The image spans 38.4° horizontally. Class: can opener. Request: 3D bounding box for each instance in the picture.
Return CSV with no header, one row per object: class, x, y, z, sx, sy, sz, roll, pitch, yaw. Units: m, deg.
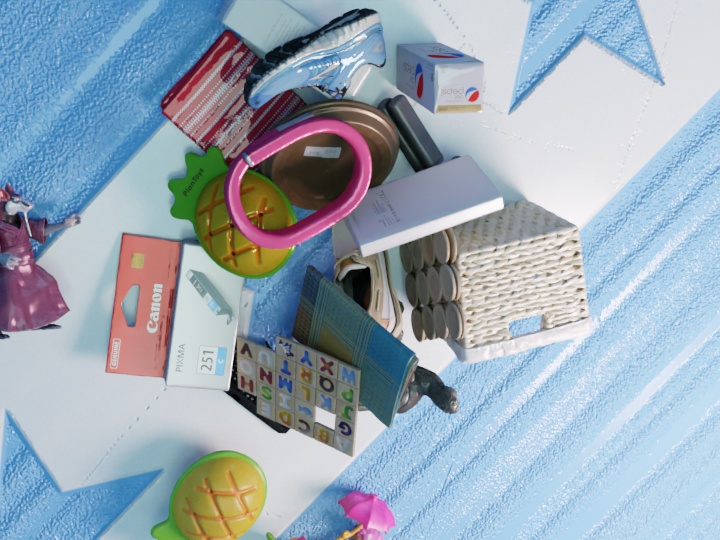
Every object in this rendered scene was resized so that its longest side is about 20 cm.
can opener,0.101,-0.171,1.476,0.067,0.053,0.201,-48,115,-29

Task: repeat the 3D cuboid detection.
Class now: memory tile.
memory tile,0.100,0.021,1.436,0.016,0.200,0.156,-9,88,-16

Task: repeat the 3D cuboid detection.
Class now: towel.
towel,-0.011,0.101,1.383,0.022,0.199,0.148,-31,152,-37
towel,-0.157,-0.209,1.410,0.200,0.022,0.145,41,93,-23

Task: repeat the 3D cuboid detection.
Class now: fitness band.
fitness band,-0.078,-0.113,1.316,0.198,0.037,0.145,-29,116,-10

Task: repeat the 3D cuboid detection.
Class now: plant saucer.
plant saucer,-0.041,-0.148,1.398,0.196,0.030,0.202,-9,142,-7

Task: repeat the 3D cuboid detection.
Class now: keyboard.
keyboard,-0.152,0.158,1.522,0.199,0.040,0.104,40,96,-22

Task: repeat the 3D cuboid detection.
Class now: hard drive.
hard drive,0.077,-0.089,1.387,0.197,0.132,0.027,-19,124,-6

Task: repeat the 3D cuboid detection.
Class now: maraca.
maraca,-0.222,0.355,1.525,0.136,0.107,0.201,35,98,-18
maraca,-0.172,-0.077,1.392,0.199,0.107,0.138,38,100,7

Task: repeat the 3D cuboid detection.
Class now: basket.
basket,0.200,0.011,1.470,0.194,0.200,0.164,-12,108,-9

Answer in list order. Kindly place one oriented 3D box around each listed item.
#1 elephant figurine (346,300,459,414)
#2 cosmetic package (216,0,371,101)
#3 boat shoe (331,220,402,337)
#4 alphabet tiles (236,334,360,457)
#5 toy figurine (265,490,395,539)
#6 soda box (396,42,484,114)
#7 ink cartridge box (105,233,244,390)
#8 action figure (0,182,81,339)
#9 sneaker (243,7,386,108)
elephant figurine,0.029,0.149,1.469,0.139,0.203,0.156,-10,153,-24
cosmetic package,-0.088,-0.300,1.354,0.198,0.102,0.075,31,98,-19
boat shoe,0.000,0.000,1.426,0.074,0.202,0.068,-35,150,22
alphabet tiles,-0.091,0.165,1.455,0.197,0.008,0.169,21,131,20
toy figurine,-0.024,0.432,1.606,0.183,0.150,0.202,-34,134,-10
soda box,0.101,-0.255,1.358,0.067,0.200,0.065,-4,109,-11
ink cartridge box,-0.257,0.059,1.444,0.173,0.045,0.204,7,96,-16
action figure,-0.460,-0.016,1.382,0.147,0.133,0.204,-3,99,33
sneaker,-0.052,-0.246,1.287,0.197,0.079,0.091,-27,115,-4
